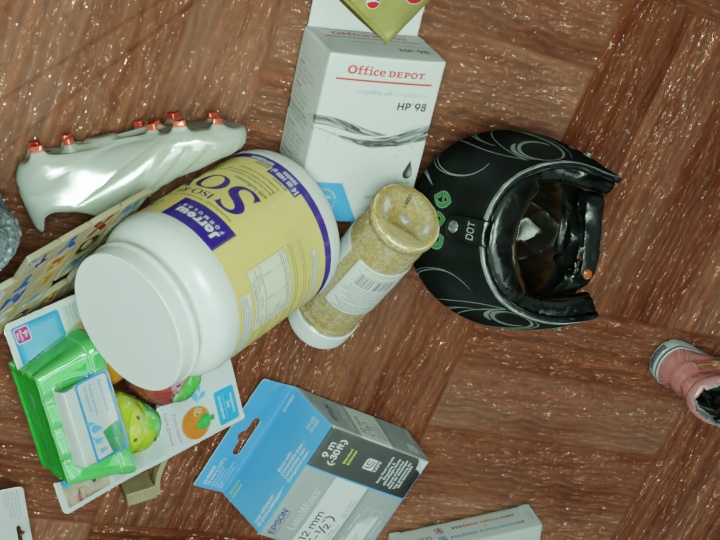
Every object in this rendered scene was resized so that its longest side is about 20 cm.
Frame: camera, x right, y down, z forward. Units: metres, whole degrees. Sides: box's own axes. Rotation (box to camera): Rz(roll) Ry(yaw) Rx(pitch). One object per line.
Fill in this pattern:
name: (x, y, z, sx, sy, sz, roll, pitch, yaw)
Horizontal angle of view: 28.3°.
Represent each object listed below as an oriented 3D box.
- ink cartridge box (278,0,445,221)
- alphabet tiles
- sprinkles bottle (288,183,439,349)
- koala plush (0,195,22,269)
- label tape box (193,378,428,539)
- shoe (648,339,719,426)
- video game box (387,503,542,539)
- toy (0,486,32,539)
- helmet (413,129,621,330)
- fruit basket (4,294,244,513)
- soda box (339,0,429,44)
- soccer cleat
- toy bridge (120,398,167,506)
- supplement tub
ink cartridge box: (0.000, -0.146, 1.270, 0.114, 0.067, 0.202, 0, 119, -24)
alphabet tiles: (-0.271, 0.015, 1.163, 0.199, 0.008, 0.167, -37, 176, -41)
sprinkles bottle: (0.000, 0.000, 1.302, 0.067, 0.069, 0.200, 4, 150, -26)
koala plush: (-0.370, 0.004, 1.081, 0.183, 0.177, 0.202, 32, 101, 10)
label tape box: (-0.049, 0.208, 1.468, 0.199, 0.066, 0.144, 24, 108, -36)
shoe: (0.422, 0.142, 1.627, 0.198, 0.091, 0.072, 18, 111, -32)
video game box: (0.113, 0.376, 1.660, 0.180, 0.047, 0.202, -8, 122, -18)
toy: (-0.411, 0.251, 1.339, 0.197, 0.047, 0.116, -11, 127, -15)
helmet: (0.139, -0.038, 1.324, 0.197, 0.190, 0.203, -4, 100, -21)
fruit basket: (-0.201, 0.096, 1.275, 0.198, 0.093, 0.188, -22, 113, -25)
soda box: (-0.013, -0.254, 1.113, 0.068, 0.200, 0.064, -45, 128, 7)
soccer cleat: (-0.191, -0.086, 1.216, 0.197, 0.069, 0.079, -12, 106, -9)
toy bridge: (-0.207, 0.134, 1.373, 0.066, 0.027, 0.202, -14, 124, -19)
supplement tub: (-0.127, -0.002, 1.207, 0.199, 0.144, 0.147, -36, 136, -42)
